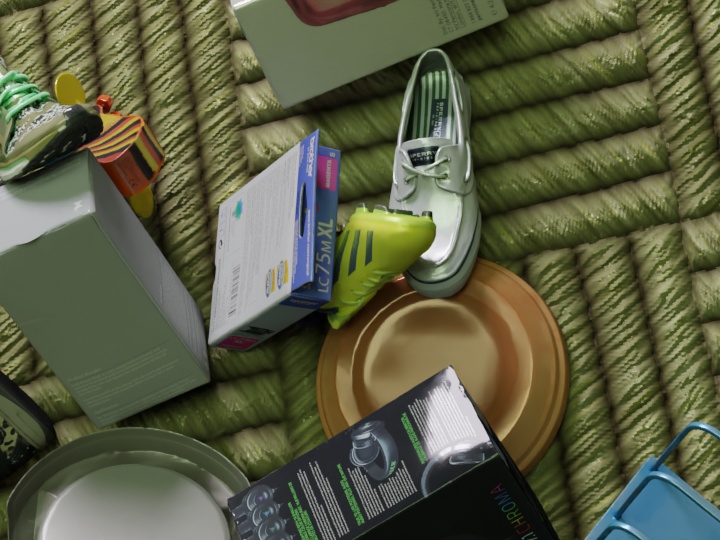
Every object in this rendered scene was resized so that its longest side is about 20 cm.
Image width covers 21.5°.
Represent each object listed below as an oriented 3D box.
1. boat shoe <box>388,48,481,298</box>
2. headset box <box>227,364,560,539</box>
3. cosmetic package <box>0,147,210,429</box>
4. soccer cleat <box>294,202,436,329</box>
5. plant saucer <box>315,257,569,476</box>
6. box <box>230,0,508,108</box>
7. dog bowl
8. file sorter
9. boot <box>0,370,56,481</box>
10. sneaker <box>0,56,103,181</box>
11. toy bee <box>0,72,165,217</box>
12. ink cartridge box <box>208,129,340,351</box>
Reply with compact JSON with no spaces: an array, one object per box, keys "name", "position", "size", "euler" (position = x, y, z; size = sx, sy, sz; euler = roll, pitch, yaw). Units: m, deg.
[{"name":"boat shoe","position":[0.051,-0.079,1.457],"size":[0.073,0.067,0.202],"euler":[-9,58,12]},{"name":"headset box","position":[0.026,0.193,1.326],"size":[0.199,0.175,0.093],"euler":[-30,44,3]},{"name":"cosmetic package","position":[-0.203,0.016,1.437],"size":[0.106,0.201,0.091],"euler":[-21,38,8]},{"name":"soccer cleat","position":[0.001,0.000,1.417],"size":[0.064,0.200,0.085],"euler":[10,76,-25]},{"name":"plant saucer","position":[0.058,0.080,1.439],"size":[0.198,0.037,0.202],"euler":[-5,70,15]},{"name":"box","position":[0.001,-0.238,1.502],"size":[0.198,0.109,0.128],"euler":[-21,42,7]},{"name":"dog bowl","position":[-0.167,0.213,1.402],"size":[0.198,0.059,0.201],"euler":[4,47,-4]},{"name":"file sorter","position":[0.204,0.222,1.259],"size":[0.138,0.123,0.200],"euler":[39,66,10]},{"name":"boot","position":[-0.359,0.118,1.485],"size":[0.203,0.073,0.154],"euler":[42,90,-16]},{"name":"sneaker","position":[-0.263,-0.119,1.420],"size":[0.077,0.199,0.089],"euler":[-33,106,-30]},{"name":"toy bee","position":[-0.222,-0.108,1.545],"size":[0.199,0.132,0.109],"euler":[17,52,31]},{"name":"ink cartridge box","position":[-0.061,-0.019,1.432],"size":[0.042,0.200,0.120],"euler":[10,71,-21]}]
